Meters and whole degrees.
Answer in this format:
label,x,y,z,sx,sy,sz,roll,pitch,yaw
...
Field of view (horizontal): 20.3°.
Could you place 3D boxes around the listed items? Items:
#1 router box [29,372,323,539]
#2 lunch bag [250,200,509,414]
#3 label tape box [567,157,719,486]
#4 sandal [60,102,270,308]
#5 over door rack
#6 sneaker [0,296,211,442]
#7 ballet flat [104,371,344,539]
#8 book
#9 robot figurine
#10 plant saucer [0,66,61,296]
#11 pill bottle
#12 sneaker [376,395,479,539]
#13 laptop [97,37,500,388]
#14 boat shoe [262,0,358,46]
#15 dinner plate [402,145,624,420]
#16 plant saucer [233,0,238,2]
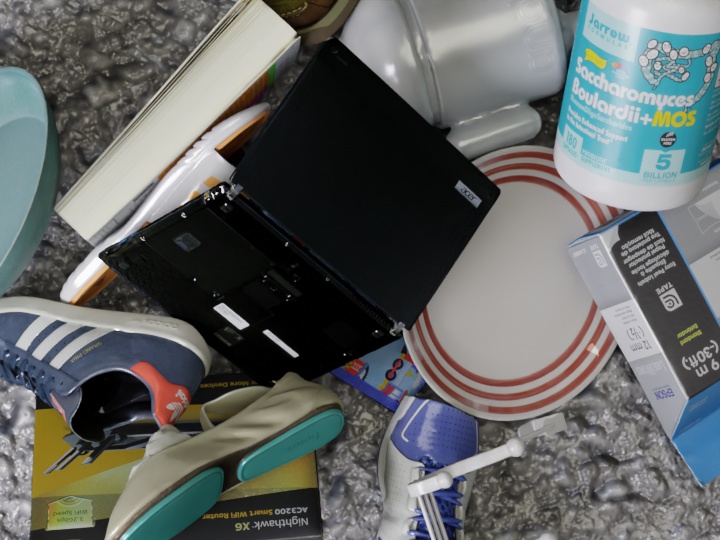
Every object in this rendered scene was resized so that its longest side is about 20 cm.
label,x,y,z,sx,sy,sz,roll,pitch,yaw
router box,-0.129,0.148,1.402,0.199,0.158,0.052,-4,134,-4
lunch bag,0.000,0.000,1.453,0.199,0.094,0.151,32,88,-17
label tape box,0.261,0.033,1.451,0.143,0.066,0.201,-29,89,-21
sandal,-0.121,-0.032,1.389,0.059,0.079,0.207,46,107,3
over door rack,0.120,0.186,1.392,0.066,0.200,0.149,-18,89,33
sneaker,-0.205,0.073,1.386,0.199,0.075,0.085,1,52,24
ballet flat,-0.101,0.123,1.340,0.199,0.069,0.070,-26,90,-33
book,-0.125,-0.095,1.414,0.048,0.134,0.200,42,86,4
robot figurine,0.072,-0.165,1.437,0.199,0.113,0.170,-18,78,-4
plant saucer,-0.266,-0.044,1.396,0.036,0.200,0.201,27,87,-37
pill bottle,0.200,-0.150,1.369,0.110,0.111,0.201,5,121,-3
sneaker,0.050,0.196,1.417,0.080,0.115,0.201,18,87,-22
laptop,-0.040,-0.030,1.356,0.177,0.199,0.104,40,42,-28
boat shoe,-0.010,-0.258,1.425,0.068,0.072,0.201,48,57,-41
dinner plate,0.112,0.009,1.453,0.199,0.024,0.201,-6,103,-27
plant saucer,-0.066,-0.293,1.480,0.070,0.019,0.201,17,87,-3
